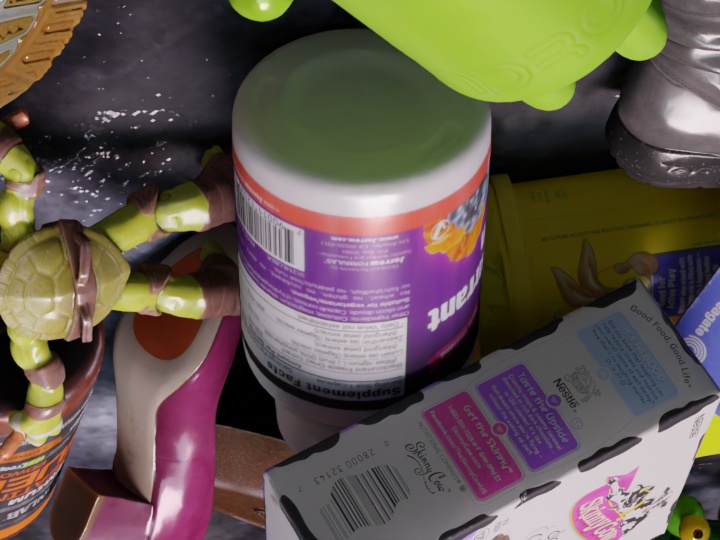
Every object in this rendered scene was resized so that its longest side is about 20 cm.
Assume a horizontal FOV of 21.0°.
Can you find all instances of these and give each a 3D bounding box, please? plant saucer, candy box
[{"bbox_3d":[-0.031,0.132,1.117,0.200,0.035,0.200,15,166,4],"label":"plant saucer"},{"bbox_3d":[0.058,0.111,0.914,0.200,0.072,0.168,-27,154,-15],"label":"candy box"}]

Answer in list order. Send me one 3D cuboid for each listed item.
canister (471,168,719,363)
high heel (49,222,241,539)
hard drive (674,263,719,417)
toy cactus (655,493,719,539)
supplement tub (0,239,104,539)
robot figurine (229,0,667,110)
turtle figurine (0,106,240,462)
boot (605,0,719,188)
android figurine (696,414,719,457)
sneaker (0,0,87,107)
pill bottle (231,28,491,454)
[{"bbox_3d":[0.152,0.005,0.985,0.200,0.087,0.149,-8,147,-1],"label":"canister"},{"bbox_3d":[-0.086,0.065,1.018,0.096,0.067,0.200,9,119,-48],"label":"high heel"},{"bbox_3d":[0.245,0.055,0.880,0.200,0.025,0.132,37,128,9],"label":"hard drive"},{"bbox_3d":[0.225,0.164,1.262,0.165,0.102,0.200,-15,165,-38],"label":"toy cactus"},{"bbox_3d":[-0.201,0.076,1.012,0.107,0.107,0.200,4,147,-17],"label":"supplement tub"},{"bbox_3d":[0.034,-0.137,0.702,0.175,0.116,0.200,-27,143,28],"label":"robot figurine"},{"bbox_3d":[-0.130,-0.010,0.878,0.161,0.200,0.064,-14,-162,-28],"label":"turtle figurine"},{"bbox_3d":[0.214,-0.094,0.859,0.200,0.070,0.132,-4,143,-13],"label":"boot"},{"bbox_3d":[0.240,0.059,1.132,0.200,0.041,0.182,-13,148,11],"label":"android figurine"},{"bbox_3d":[-0.179,-0.089,0.778,0.200,0.088,0.076,-54,164,24],"label":"sneaker"},{"bbox_3d":[0.000,0.000,0.883,0.111,0.112,0.200,-4,135,-5],"label":"pill bottle"}]
